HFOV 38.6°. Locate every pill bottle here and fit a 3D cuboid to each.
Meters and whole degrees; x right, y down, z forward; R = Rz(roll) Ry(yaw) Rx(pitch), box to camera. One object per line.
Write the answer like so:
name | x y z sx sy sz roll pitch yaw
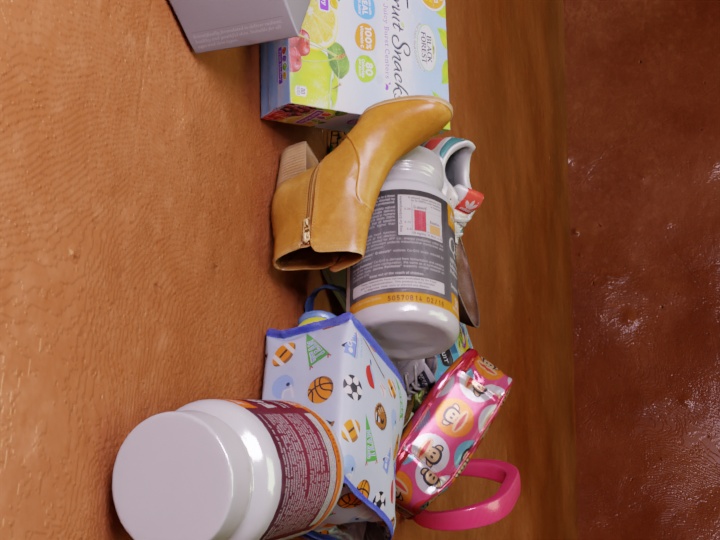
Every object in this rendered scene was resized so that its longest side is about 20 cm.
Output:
pill bottle | -0.096 0.156 0.785 0.200 0.113 0.116 21 66 -70
pill bottle | 0.042 -0.020 1.051 0.117 0.115 0.203 53 33 -58

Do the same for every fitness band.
fitness band | 0.144 0.305 1.407 0.200 0.142 0.038 -27 112 -69

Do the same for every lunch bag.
lunch bag | -0.019 0.167 0.998 0.200 0.122 0.172 48 40 -49
lunch bag | 0.093 0.198 1.222 0.201 0.082 0.176 -52 173 -17

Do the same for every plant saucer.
plant saucer | 0.108 -0.019 1.327 0.200 0.036 0.203 -17 90 -77

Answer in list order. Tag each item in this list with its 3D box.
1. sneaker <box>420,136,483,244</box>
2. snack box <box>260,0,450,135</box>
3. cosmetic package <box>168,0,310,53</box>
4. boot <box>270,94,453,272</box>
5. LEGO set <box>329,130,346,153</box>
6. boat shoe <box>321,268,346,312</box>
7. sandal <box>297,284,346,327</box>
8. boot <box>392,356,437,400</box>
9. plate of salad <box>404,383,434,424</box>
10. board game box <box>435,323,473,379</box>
sneaker | 0.087 -0.056 1.140 0.070 0.093 0.203 20 69 -45
snack box | -0.004 -0.231 1.055 0.198 0.067 0.171 3 81 -35
cosmetic package | -0.092 -0.289 0.905 0.091 0.105 0.202 64 30 -46
boot | 0.004 -0.077 0.990 0.071 0.199 0.146 45 34 -50
LEGO set | 0.036 -0.149 1.227 0.154 0.114 0.202 58 33 -53
boat shoe | 0.002 0.000 1.172 0.066 0.074 0.201 -84 152 -67
sandal | -0.012 0.085 1.107 0.201 0.078 0.088 63 25 -51
boot | 0.042 0.134 1.217 0.074 0.094 0.203 53 37 -57
plate of salad | 0.066 0.145 1.362 0.200 0.047 0.203 -5 90 -71
board game box | 0.108 0.063 1.411 0.151 0.046 0.202 -66 138 -73
